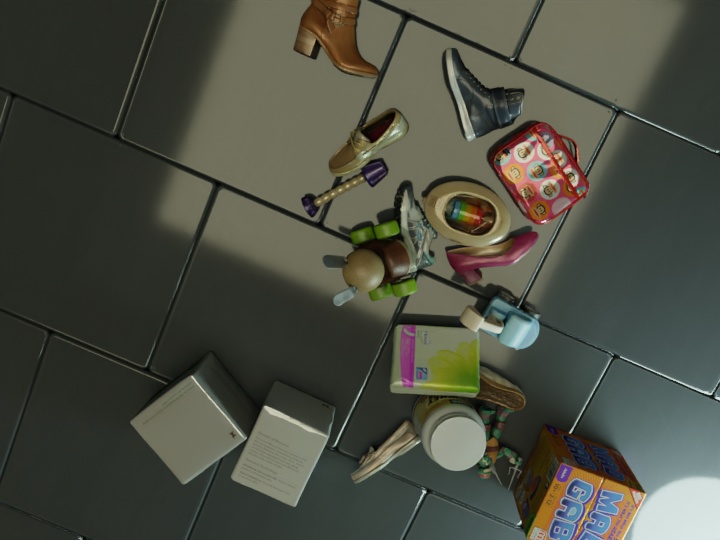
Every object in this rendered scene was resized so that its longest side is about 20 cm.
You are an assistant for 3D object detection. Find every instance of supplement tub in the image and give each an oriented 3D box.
[{"bbox_3d":[0.201,0.356,1.724,0.144,0.200,0.145,-1,99,-5],"label":"supplement tub"}]

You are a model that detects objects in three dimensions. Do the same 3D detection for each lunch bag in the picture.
[{"bbox_3d":[0.396,-0.218,1.651,0.176,0.082,0.200,-36,100,7],"label":"lunch bag"}]

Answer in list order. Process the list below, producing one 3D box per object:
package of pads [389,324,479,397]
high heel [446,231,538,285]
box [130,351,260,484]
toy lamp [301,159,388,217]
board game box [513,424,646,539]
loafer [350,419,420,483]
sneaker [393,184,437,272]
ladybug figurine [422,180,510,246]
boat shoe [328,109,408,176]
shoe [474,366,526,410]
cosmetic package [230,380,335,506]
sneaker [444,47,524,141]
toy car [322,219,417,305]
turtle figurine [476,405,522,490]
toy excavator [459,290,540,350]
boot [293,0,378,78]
[{"bbox_3d":[0.170,0.202,1.731,0.200,0.068,0.155,4,62,3],"label":"package of pads"},{"bbox_3d":[0.293,-0.052,1.700,0.200,0.067,0.096,-31,110,23],"label":"high heel"},{"bbox_3d":[-0.381,0.341,1.778,0.199,0.171,0.200,-37,99,11],"label":"box"},{"bbox_3d":[-0.033,-0.185,1.694,0.200,0.058,0.058,-26,100,12],"label":"toy lamp"},{"bbox_3d":[0.494,0.513,1.751,0.200,0.200,0.200,20,103,-2],"label":"board game box"},{"bbox_3d":[0.054,0.435,1.835,0.200,0.072,0.063,-35,82,4],"label":"loafer"},{"bbox_3d":[0.125,-0.097,1.705,0.086,0.078,0.200,-9,110,-7],"label":"sneaker"},{"bbox_3d":[0.231,-0.127,1.678,0.200,0.072,0.136,21,97,-4],"label":"ladybug figurine"},{"bbox_3d":[0.008,-0.282,1.650,0.200,0.066,0.074,-37,58,4],"label":"boat shoe"},{"bbox_3d":[0.292,0.267,1.785,0.200,0.053,0.070,25,118,3],"label":"shoe"},{"bbox_3d":[-0.176,0.401,1.782,0.166,0.167,0.200,25,103,-2],"label":"cosmetic package"},{"bbox_3d":[0.266,-0.390,1.608,0.146,0.077,0.203,-15,112,18],"label":"sneaker"},{"bbox_3d":[0.000,0.000,1.643,0.158,0.200,0.164,-11,98,49],"label":"toy car"},{"bbox_3d":[0.309,0.419,1.784,0.101,0.150,0.200,5,93,39],"label":"turtle figurine"},{"bbox_3d":[0.307,0.114,1.668,0.194,0.200,0.100,29,103,-4],"label":"toy excavator"},{"bbox_3d":[-0.030,-0.504,1.611,0.200,0.074,0.155,23,99,-5],"label":"boot"}]
